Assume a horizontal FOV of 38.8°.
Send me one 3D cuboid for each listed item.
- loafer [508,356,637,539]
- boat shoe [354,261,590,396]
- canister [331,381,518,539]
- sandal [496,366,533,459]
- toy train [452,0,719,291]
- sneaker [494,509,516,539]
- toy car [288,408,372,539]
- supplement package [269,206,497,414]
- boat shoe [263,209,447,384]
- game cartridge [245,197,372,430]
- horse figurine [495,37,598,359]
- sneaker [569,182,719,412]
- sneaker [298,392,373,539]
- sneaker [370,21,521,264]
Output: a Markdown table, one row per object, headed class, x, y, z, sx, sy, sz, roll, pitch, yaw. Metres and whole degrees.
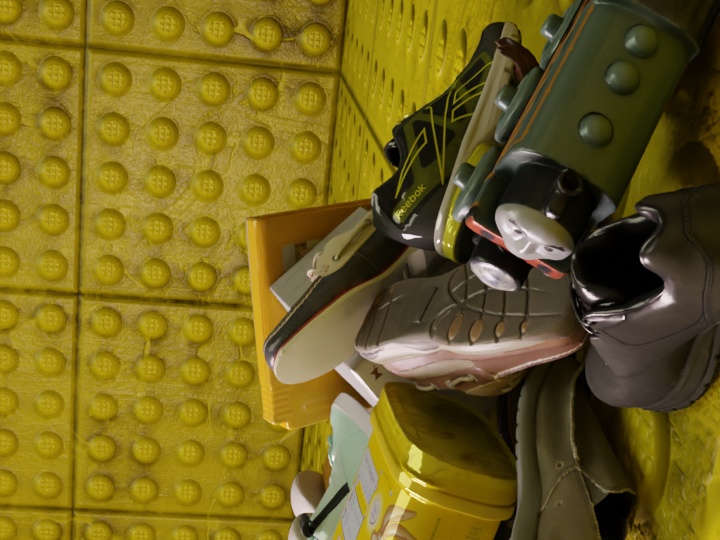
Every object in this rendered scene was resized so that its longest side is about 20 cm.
| class | x | y | z | sx | sy | sz | roll | pitch | yaw |
| --- | --- | --- | --- | --- | --- | --- | --- | --- | --- |
| loafer | 0.129 | 0.134 | 0.603 | 0.076 | 0.069 | 0.201 | 67 | -154 | -44 |
| boat shoe | 0.077 | 0.039 | 0.642 | 0.199 | 0.072 | 0.076 | -8 | 45 | 58 |
| canister | 0.027 | 0.197 | 0.696 | 0.149 | 0.086 | 0.202 | -121 | 49 | -74 |
| sandal | 0.118 | 0.052 | 0.731 | 0.082 | 0.054 | 0.202 | -68 | -30 | -64 |
| toy train | 0.117 | -0.084 | 0.527 | 0.201 | 0.085 | 0.114 | -59 | 0 | -16 |
| sneaker | 0.102 | 0.230 | 0.752 | 0.201 | 0.076 | 0.086 | -82 | -7 | -45 |
| toy car | 0.023 | 0.231 | 1.039 | 0.176 | 0.149 | 0.200 | -54 | 13 | 15 |
| supplement package | 0.027 | 0.046 | 0.854 | 0.118 | 0.117 | 0.200 | 53 | 173 | -27 |
| boat shoe | 0.000 | 0.000 | 0.739 | 0.200 | 0.062 | 0.071 | -43 | -27 | -18 |
| game cartridge | -0.019 | 0.038 | 0.969 | 0.032 | 0.175 | 0.203 | 11 | 109 | 56 |
| horse figurine | 0.129 | -0.052 | 0.662 | 0.133 | 0.049 | 0.202 | 52 | -151 | -68 |
| sneaker | 0.135 | 0.011 | 0.481 | 0.201 | 0.090 | 0.077 | 105 | 166 | -61 |
| sneaker | -0.016 | 0.177 | 0.862 | 0.119 | 0.074 | 0.200 | -50 | 13 | -4 |
| sneaker | 0.063 | -0.102 | 0.719 | 0.075 | 0.084 | 0.202 | 76 | -151 | -55 |
